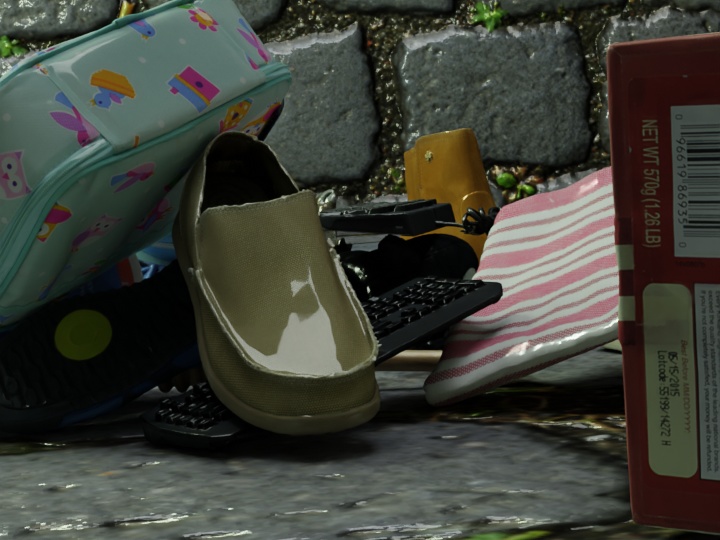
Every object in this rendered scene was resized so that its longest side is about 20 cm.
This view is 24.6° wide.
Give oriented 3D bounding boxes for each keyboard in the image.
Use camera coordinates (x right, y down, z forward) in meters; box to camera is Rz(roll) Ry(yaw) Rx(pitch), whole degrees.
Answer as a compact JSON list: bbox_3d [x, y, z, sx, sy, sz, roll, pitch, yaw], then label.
[{"bbox_3d":[0.038,-0.037,1.092,0.126,0.021,0.200,4,6,10],"label":"keyboard"},{"bbox_3d":[-0.028,0.032,0.820,0.199,0.040,0.104,-24,13,-39],"label":"keyboard"}]

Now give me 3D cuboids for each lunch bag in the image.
[{"bbox_3d":[-0.132,-0.055,0.863,0.200,0.077,0.161,-32,-15,-46],"label":"lunch bag"}]

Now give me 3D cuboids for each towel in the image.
[{"bbox_3d":[0.113,-0.009,0.873,0.146,0.030,0.200,-26,18,28],"label":"towel"}]

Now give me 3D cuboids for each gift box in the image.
[{"bbox_3d":[0.185,-0.014,0.557,0.199,0.186,0.186,7,11,37],"label":"gift box"}]

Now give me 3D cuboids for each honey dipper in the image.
[{"bbox_3d":[-0.015,0.052,0.922,0.199,0.038,0.038,1,4,7],"label":"honey dipper"}]

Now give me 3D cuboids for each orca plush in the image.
[{"bbox_3d":[0.000,0.000,1.057,0.199,0.071,0.105,-5,39,-24],"label":"orca plush"}]

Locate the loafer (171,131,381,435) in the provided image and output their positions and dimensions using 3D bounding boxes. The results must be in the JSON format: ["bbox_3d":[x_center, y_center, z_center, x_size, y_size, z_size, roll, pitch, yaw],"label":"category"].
[{"bbox_3d":[-0.047,0.002,0.774,0.076,0.068,0.200,-12,37,-20],"label":"loafer"}]

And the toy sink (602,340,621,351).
[{"bbox_3d":[0.234,-0.009,0.963,0.130,0.113,0.200,-5,4,-19],"label":"toy sink"}]

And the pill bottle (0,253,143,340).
[{"bbox_3d":[-0.228,0.025,0.919,0.112,0.113,0.199,0,6,44],"label":"pill bottle"}]

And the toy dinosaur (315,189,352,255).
[{"bbox_3d":[-0.058,0.025,1.146,0.200,0.077,0.102,-44,22,-31],"label":"toy dinosaur"}]

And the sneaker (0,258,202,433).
[{"bbox_3d":[-0.107,0.038,0.873,0.199,0.066,0.079,-30,-26,-18],"label":"sneaker"}]

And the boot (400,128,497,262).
[{"bbox_3d":[0.084,-0.032,1.207,0.070,0.145,0.201,-6,5,-27],"label":"boot"}]

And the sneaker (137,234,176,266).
[{"bbox_3d":[-0.158,-0.046,1.107,0.199,0.080,0.131,-3,-27,32],"label":"sneaker"}]

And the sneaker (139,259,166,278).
[{"bbox_3d":[-0.180,0.018,1.066,0.199,0.077,0.076,-6,32,4],"label":"sneaker"}]
